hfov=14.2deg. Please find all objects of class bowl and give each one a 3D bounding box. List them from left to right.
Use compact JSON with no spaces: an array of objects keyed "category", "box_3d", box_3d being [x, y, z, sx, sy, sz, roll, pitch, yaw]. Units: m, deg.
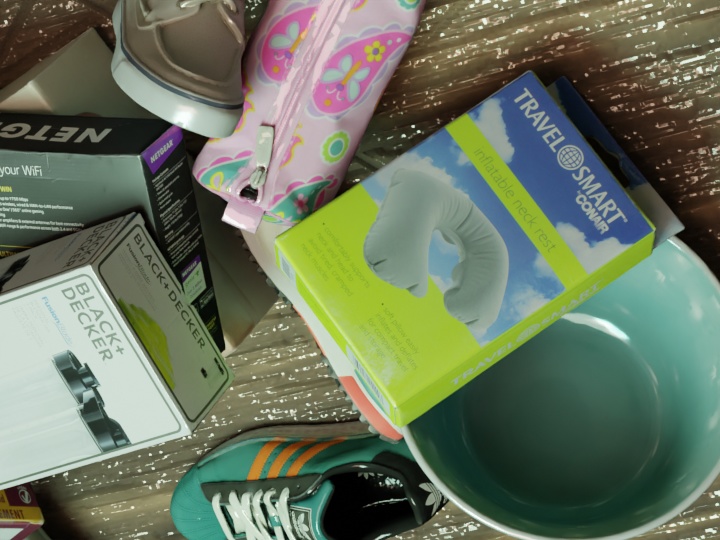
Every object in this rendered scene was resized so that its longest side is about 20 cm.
[{"category":"bowl","box_3d":[0.116,0.072,1.648,0.201,0.201,0.105,21,162,8]}]

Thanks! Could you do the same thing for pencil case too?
[{"category":"pencil case","box_3d":[-0.024,-0.118,1.616,0.087,0.087,0.200,27,101,5]}]

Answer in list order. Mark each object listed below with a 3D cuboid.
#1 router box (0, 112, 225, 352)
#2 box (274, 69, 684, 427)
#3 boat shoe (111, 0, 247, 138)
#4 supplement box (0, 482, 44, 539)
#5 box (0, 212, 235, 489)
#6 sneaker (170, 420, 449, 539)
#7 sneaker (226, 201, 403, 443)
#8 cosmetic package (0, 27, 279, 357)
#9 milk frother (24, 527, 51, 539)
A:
[{"category":"router box","box_3d":[-0.186,-0.014,1.660,0.200,0.051,0.149,4,120,25]},{"category":"box","box_3d":[0.067,-0.019,1.600,0.200,0.048,0.122,-34,75,-9]},{"category":"boat shoe","box_3d":[-0.095,-0.137,1.604,0.071,0.200,0.070,20,110,-15]},{"category":"supplement box","box_3d":[-0.288,0.086,1.762,0.086,0.110,0.200,-36,65,28]},{"category":"box","box_3d":[-0.184,0.053,1.626,0.200,0.060,0.117,-17,111,33]},{"category":"sneaker","box_3d":[-0.036,0.140,1.771,0.200,0.080,0.071,-14,111,24]},{"category":"sneaker","box_3d":[0.000,0.000,1.713,0.093,0.070,0.200,-32,99,8]},{"category":"cosmetic package","box_3d":[-0.151,-0.029,1.725,0.103,0.087,0.200,-32,101,33]},{"category":"milk frother","box_3d":[-0.198,0.267,1.809,0.188,0.181,0.200,50,150,-9]}]
